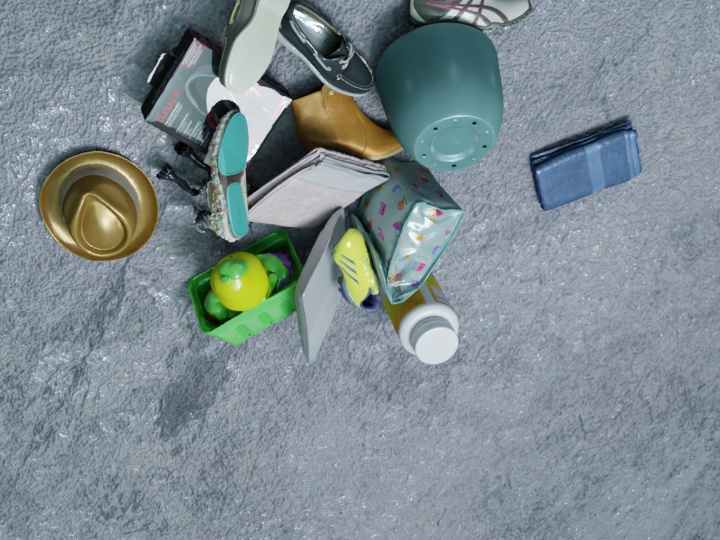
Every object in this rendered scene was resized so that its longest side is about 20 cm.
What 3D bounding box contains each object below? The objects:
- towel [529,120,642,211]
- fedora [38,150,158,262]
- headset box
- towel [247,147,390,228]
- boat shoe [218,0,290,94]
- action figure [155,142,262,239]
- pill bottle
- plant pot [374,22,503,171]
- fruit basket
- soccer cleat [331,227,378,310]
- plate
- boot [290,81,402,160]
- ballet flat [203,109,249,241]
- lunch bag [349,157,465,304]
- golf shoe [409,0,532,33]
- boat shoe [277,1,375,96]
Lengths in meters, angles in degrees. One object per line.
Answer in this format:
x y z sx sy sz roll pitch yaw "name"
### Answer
0.405 -0.186 1.673 0.199 0.049 0.112 -21 124 -3 "towel"
-0.415 -0.087 1.483 0.200 0.082 0.201 -7 122 -12 "fedora"
-0.230 -0.262 1.425 0.200 0.075 0.149 29 104 -28 "headset box"
-0.075 -0.124 1.496 0.191 0.032 0.200 -31 161 29 "towel"
-0.161 -0.355 1.359 0.072 0.060 0.202 24 87 -51 "boat shoe"
-0.232 -0.116 1.507 0.200 0.102 0.119 38 101 -28 "action figure"
0.108 0.077 1.662 0.109 0.200 0.110 -7 123 -11 "pill bottle"
0.131 -0.254 1.447 0.200 0.161 0.201 -6 146 -4 "plant pot"
-0.198 0.018 1.564 0.215 0.156 0.216 -14 138 -13 "fruit basket"
0.001 0.000 1.570 0.065 0.084 0.200 -46 156 -23 "soccer cleat"
-0.068 0.025 1.578 0.032 0.200 0.200 13 142 13 "plate"
-0.009 -0.248 1.510 0.201 0.071 0.144 -21 111 -18 "boot"
-0.208 -0.143 1.409 0.076 0.064 0.201 -14 109 -53 "ballet flat"
0.064 -0.066 1.577 0.122 0.171 0.200 8 121 -30 "lunch bag"
0.174 -0.415 1.451 0.199 0.077 0.088 -11 117 -9 "golf shoe"
-0.048 -0.337 1.428 0.200 0.060 0.076 28 70 -31 "boat shoe"
